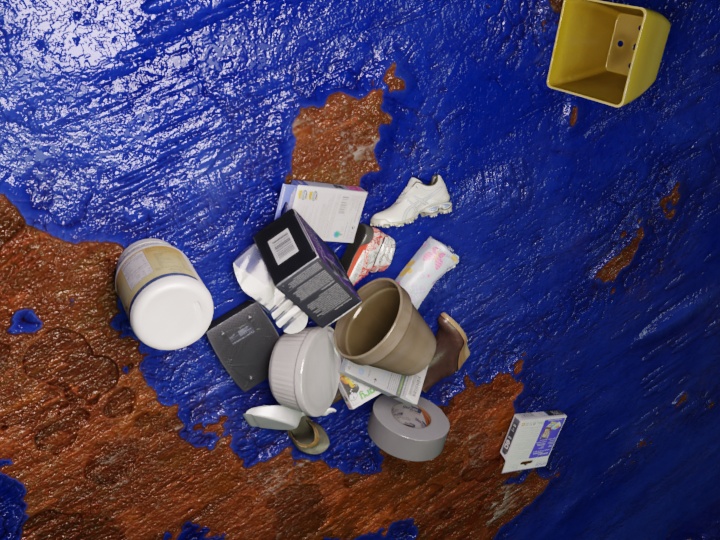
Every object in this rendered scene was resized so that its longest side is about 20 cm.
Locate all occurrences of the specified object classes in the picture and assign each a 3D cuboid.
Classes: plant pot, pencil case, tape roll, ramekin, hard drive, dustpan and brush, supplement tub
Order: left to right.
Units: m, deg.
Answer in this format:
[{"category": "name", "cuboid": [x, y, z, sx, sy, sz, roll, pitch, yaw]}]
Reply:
[{"category": "supplement tub", "cuboid": [-0.362, 0.037, 1.277, 0.144, 0.200, 0.145, -14, 123, -24]}, {"category": "hard drive", "cuboid": [-0.244, 0.161, 1.522, 0.135, 0.042, 0.200, -32, 129, -11]}, {"category": "dustpan and brush", "cuboid": [-0.157, 0.330, 1.606, 0.200, 0.057, 0.140, 7, 156, 3]}, {"category": "ramekin", "cuboid": [-0.123, 0.216, 1.544, 0.202, 0.094, 0.203, 4, 90, -67]}, {"category": "plant pot", "cuboid": [0.071, 0.143, 1.549, 0.173, 0.200, 0.200, 37, 95, -31]}, {"category": "tape roll", "cuboid": [0.121, 0.391, 1.774, 0.200, 0.200, 0.066, -1, 117, -31]}, {"category": "pencil case", "cuboid": [0.140, 0.017, 1.645, 0.091, 0.083, 0.200, 38, 95, -25]}, {"category": "plant pot", "cuboid": [0.562, -0.489, 1.550, 0.176, 0.200, 0.200, -17, 125, -37]}]

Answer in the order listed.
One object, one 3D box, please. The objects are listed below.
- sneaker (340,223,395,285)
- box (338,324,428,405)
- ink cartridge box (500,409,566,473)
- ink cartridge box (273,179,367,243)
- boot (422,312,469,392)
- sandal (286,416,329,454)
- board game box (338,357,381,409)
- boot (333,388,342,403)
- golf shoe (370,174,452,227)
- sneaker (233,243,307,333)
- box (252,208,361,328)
[{"category": "sneaker", "cuboid": [0.001, 0.000, 1.562, 0.108, 0.067, 0.202, 20, 104, -38]}, {"category": "box", "cuboid": [0.063, 0.207, 1.645, 0.200, 0.041, 0.156, 27, 65, -19]}, {"category": "ink cartridge box", "cuboid": [0.535, 0.536, 2.209, 0.198, 0.043, 0.200, 3, 113, -32]}, {"category": "ink cartridge box", "cuboid": [-0.090, -0.122, 1.454, 0.200, 0.042, 0.120, 1, 117, -34]}, {"category": "boot", "cuboid": [0.196, 0.215, 1.799, 0.166, 0.072, 0.200, -38, 133, -10]}, {"category": "sandal", "cuboid": [-0.133, 0.394, 1.716, 0.082, 0.055, 0.200, -33, 129, -11]}, {"category": "board game box", "cuboid": [0.032, 0.228, 1.679, 0.200, 0.035, 0.126, -27, 89, -23]}, {"category": "boot", "cuboid": [-0.020, 0.263, 1.717, 0.200, 0.074, 0.076, -28, 158, -20]}, {"category": "golf shoe", "cuboid": [0.104, -0.153, 1.548, 0.200, 0.078, 0.097, -19, 105, -24]}, {"category": "sneaker", "cuboid": [-0.193, 0.043, 1.465, 0.081, 0.115, 0.200, -37, 100, -9]}, {"category": "box", "cuboid": [-0.104, -0.001, 1.410, 0.104, 0.148, 0.200, -35, 143, 6]}]
